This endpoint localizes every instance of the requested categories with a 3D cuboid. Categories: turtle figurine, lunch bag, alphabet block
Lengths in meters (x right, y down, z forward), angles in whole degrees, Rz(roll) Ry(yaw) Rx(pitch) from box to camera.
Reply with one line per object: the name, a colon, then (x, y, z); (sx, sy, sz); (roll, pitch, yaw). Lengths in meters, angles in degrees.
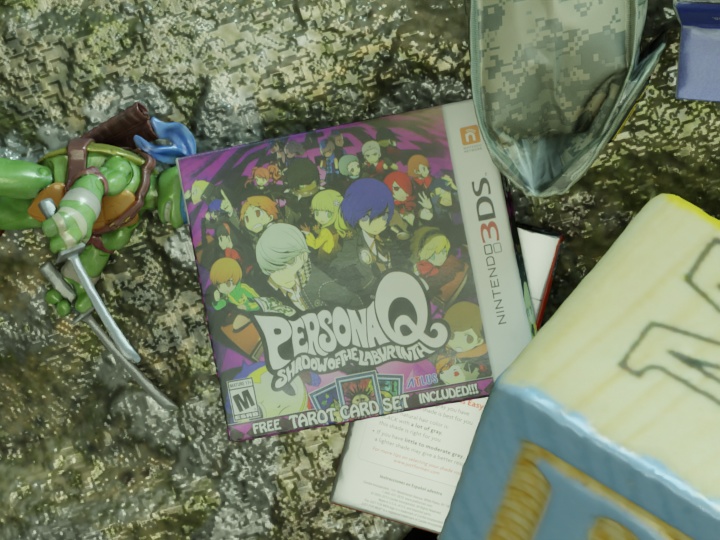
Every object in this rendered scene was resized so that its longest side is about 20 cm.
turtle figurine: (-0.203, -0.011, 1.532); (0.194, 0.144, 0.200); (10, 100, 7)
lunch bag: (0.121, -0.148, 1.442); (0.117, 0.164, 0.200); (-2, 102, 11)
alphabet block: (0.186, 0.112, 1.416); (0.196, 0.200, 0.196); (33, 140, 13)

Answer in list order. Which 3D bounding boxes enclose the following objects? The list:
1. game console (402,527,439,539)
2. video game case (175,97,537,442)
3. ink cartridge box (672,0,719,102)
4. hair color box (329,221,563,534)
game console: (0.132, 0.211, 1.595); (0.200, 0.116, 0.176); (-48, 62, 14)
video game case: (0.000, 0.000, 1.492); (0.200, 0.036, 0.182); (-10, 90, 10)
ink cartridge box: (0.281, -0.192, 1.397); (0.197, 0.047, 0.200); (4, 94, 15)
hair color box: (0.055, 0.061, 1.535); (0.101, 0.061, 0.200); (16, 96, 7)
